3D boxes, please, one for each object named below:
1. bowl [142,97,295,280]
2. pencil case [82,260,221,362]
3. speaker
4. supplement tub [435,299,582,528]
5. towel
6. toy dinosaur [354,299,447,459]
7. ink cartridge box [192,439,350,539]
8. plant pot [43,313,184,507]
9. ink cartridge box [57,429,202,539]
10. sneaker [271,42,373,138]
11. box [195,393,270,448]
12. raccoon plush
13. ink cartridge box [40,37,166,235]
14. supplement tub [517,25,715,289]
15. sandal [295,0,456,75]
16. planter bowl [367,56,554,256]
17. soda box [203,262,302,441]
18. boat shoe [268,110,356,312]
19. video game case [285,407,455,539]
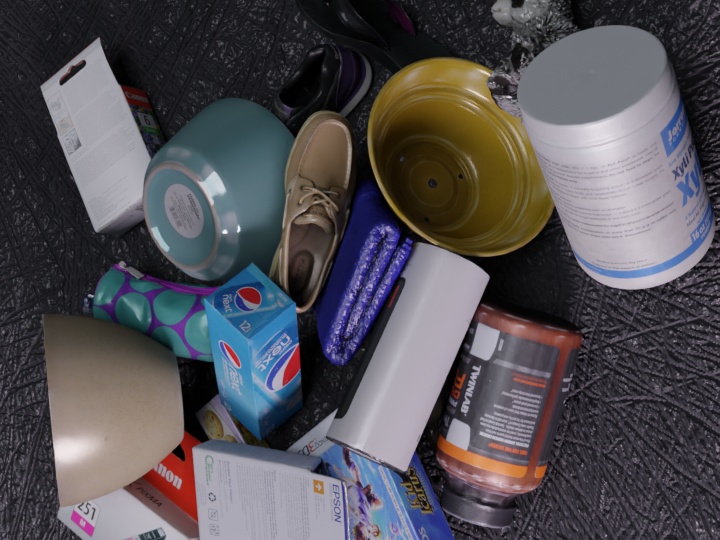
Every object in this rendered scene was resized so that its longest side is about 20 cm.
[{"bbox_3d":[-0.150,-0.069,1.395,0.200,0.105,0.201,20,122,36],"label":"bowl"},{"bbox_3d":[-0.199,0.045,1.468,0.199,0.085,0.093,10,115,29],"label":"pencil case"},{"bbox_3d":[0.045,0.078,1.229,0.081,0.081,0.200,20,80,29],"label":"speaker"},{"bbox_3d":[0.133,0.135,1.261,0.107,0.107,0.201,18,96,29],"label":"supplement tub"},{"bbox_3d":[0.000,0.000,1.308,0.049,0.200,0.148,19,103,-9],"label":"towel"},{"bbox_3d":[0.043,0.089,1.333,0.102,0.077,0.201,-29,71,32],"label":"toy dinosaur"},{"bbox_3d":[-0.078,0.279,1.355,0.199,0.041,0.200,7,105,35],"label":"ink cartridge box"},{"bbox_3d":[-0.257,0.139,1.416,0.134,0.200,0.201,-6,82,-12],"label":"plant pot"},{"bbox_3d":[-0.240,0.246,1.482,0.200,0.043,0.174,30,112,32],"label":"ink cartridge box"},{"bbox_3d":[-0.075,-0.152,1.406,0.076,0.087,0.200,39,106,25],"label":"sneaker"},{"bbox_3d":[-0.107,0.221,1.431,0.041,0.039,0.200,-41,69,25],"label":"box"},{"bbox_3d":[0.208,-0.197,1.270,0.200,0.097,0.134,30,69,-11],"label":"raccoon plush"},{"bbox_3d":[-0.287,-0.154,1.551,0.109,0.050,0.200,-33,71,25],"label":"ink cartridge box"},{"bbox_3d":[0.222,-0.093,1.154,0.132,0.200,0.132,-15,43,15],"label":"supplement tub"},{"bbox_3d":[0.020,-0.251,1.364,0.200,0.075,0.048,35,146,20],"label":"sandal"},{"bbox_3d":[0.084,-0.096,1.291,0.083,0.200,0.201,-38,65,61],"label":"planter bowl"},{"bbox_3d":[-0.105,0.086,1.354,0.064,0.200,0.068,-38,63,-23],"label":"soda box"},{"bbox_3d":[-0.041,-0.057,1.319,0.071,0.065,0.201,9,93,-13],"label":"boat shoe"},{"bbox_3d":[0.006,0.240,1.321,0.181,0.045,0.200,-44,64,50],"label":"video game case"}]
